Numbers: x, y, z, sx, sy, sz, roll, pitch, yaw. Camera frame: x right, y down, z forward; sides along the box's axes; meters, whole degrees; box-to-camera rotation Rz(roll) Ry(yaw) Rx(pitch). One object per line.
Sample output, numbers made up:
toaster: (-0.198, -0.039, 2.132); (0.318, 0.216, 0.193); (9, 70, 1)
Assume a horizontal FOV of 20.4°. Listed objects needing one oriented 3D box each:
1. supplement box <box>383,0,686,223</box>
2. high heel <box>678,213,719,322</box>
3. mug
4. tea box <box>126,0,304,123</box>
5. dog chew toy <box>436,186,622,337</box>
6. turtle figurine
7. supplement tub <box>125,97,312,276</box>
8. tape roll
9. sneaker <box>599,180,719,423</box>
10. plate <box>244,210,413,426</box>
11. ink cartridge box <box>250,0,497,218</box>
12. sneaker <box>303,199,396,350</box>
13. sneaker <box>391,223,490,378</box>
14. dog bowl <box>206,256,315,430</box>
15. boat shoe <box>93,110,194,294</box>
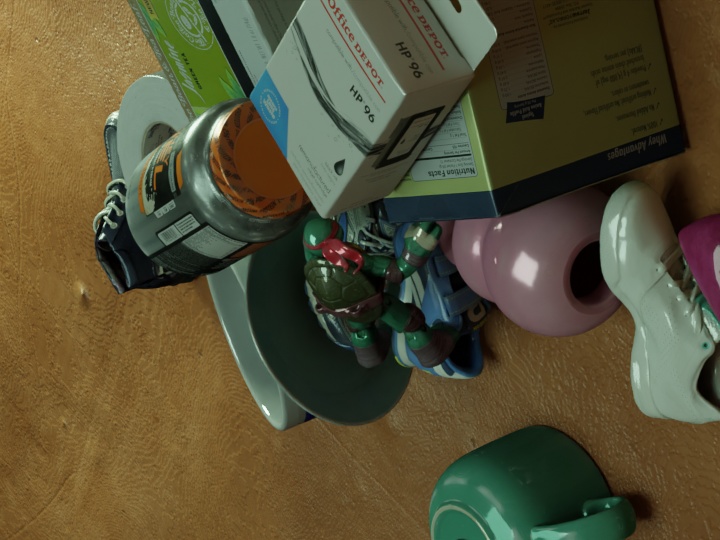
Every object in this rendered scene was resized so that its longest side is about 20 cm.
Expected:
supplement box: (0.111, -0.157, 1.493); (0.134, 0.199, 0.201); (-1, 106, 55)
high heel: (0.285, 0.057, 1.471); (0.096, 0.067, 0.201); (-5, 98, 45)
mug: (0.136, 0.215, 1.725); (0.152, 0.114, 0.185); (54, 144, 21)
tea box: (-0.071, -0.194, 1.747); (0.196, 0.134, 0.201); (9, 132, 54)
dog chew toy: (0.132, -0.022, 1.615); (0.200, 0.124, 0.125); (25, 127, 57)
turtle figurine: (0.000, 0.000, 1.660); (0.149, 0.101, 0.200); (17, 147, 42)
supplement tub: (-0.112, -0.072, 1.682); (0.200, 0.122, 0.123); (-25, 86, 61)
tape roll: (-0.167, -0.108, 2.027); (0.200, 0.066, 0.201); (29, 128, 45)
sneaker: (0.244, 0.025, 1.526); (0.088, 0.075, 0.201); (10, 125, 47)
plate: (-0.031, 0.044, 1.795); (0.026, 0.200, 0.201); (-25, 86, 43)
ink cartridge box: (0.006, -0.142, 1.408); (0.116, 0.068, 0.200); (58, 144, 17)
sneaker: (0.006, -0.030, 1.766); (0.085, 0.077, 0.201); (-4, 80, 53)
sneaker: (0.077, 0.007, 1.745); (0.082, 0.074, 0.201); (27, 133, 38)
dog bowl: (-0.078, 0.047, 1.915); (0.200, 0.079, 0.201); (159, 90, -77)
boat shoe: (-0.249, -0.070, 2.136); (0.075, 0.092, 0.201); (-33, 80, 55)
